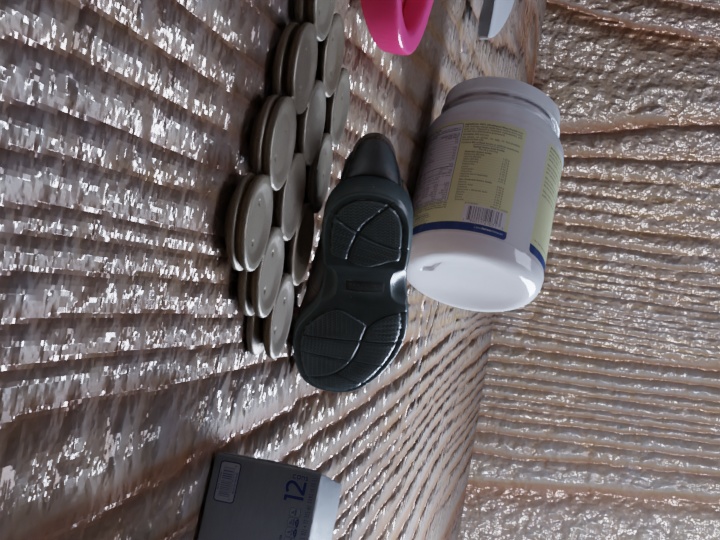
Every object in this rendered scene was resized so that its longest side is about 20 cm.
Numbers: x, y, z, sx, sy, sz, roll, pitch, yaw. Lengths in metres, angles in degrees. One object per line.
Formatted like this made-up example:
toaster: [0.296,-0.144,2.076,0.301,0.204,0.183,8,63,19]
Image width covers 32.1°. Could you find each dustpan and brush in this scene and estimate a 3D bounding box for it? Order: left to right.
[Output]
dustpan and brush: [0.158,-0.348,1.481,0.200,0.057,0.141,-30,131,-68]

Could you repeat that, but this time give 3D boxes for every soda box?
soda box: [-0.064,0.206,0.682,0.068,0.063,0.202,58,42,-73]

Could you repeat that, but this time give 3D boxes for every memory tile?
memory tile: [-0.039,-0.064,0.713,0.154,0.017,0.202,81,20,-61]

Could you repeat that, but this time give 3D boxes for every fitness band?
fitness band: [0.034,-0.247,0.894,0.144,0.037,0.201,84,17,-56]

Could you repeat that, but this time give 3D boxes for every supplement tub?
supplement tub: [0.125,-0.076,1.251,0.145,0.144,0.202,78,23,-64]

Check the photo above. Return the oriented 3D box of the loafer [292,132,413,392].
loafer: [0.000,0.000,0.793,0.201,0.071,0.063,104,-6,-49]
